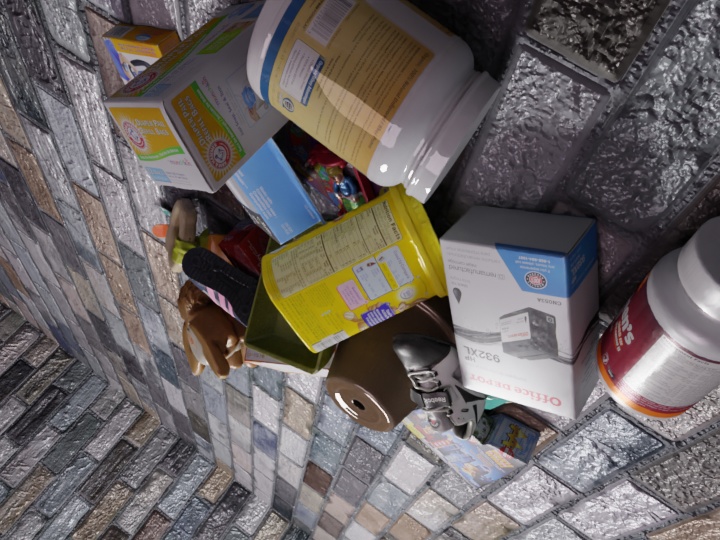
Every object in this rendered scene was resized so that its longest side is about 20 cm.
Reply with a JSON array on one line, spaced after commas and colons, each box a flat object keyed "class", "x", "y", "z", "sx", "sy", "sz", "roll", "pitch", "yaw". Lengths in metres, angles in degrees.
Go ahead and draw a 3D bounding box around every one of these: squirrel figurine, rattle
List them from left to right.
[{"class": "rattle", "x": -0.290, "y": -0.066, "z": 1.139, "sx": 0.199, "sy": 0.140, "sz": 0.134, "roll": 4, "pitch": 105, "yaw": 65}, {"class": "squirrel figurine", "x": -0.224, "y": 0.076, "z": 1.132, "sx": 0.141, "sy": 0.184, "sz": 0.204, "roll": -20, "pitch": 91, "yaw": 56}]

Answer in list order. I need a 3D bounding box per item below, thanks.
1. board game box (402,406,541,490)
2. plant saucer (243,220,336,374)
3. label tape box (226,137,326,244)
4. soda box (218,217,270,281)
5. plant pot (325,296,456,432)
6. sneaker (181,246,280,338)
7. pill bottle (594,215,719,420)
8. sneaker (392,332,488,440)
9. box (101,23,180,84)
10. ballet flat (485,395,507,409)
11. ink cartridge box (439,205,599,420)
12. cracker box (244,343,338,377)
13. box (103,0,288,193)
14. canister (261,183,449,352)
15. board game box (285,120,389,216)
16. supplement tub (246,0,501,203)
[{"class": "board game box", "x": 0.186, "y": 0.267, "z": 1.028, "sx": 0.200, "sy": 0.062, "sz": 0.199, "roll": 43, "pitch": 148, "yaw": -6}, {"class": "plant saucer", "x": -0.078, "y": 0.031, "z": 0.903, "sx": 0.047, "sy": 0.205, "sz": 0.198, "roll": 17, "pitch": 175, "yaw": -39}, {"class": "label tape box", "x": -0.128, "y": -0.113, "z": 0.799, "sx": 0.144, "sy": 0.066, "sz": 0.200, "roll": 56, "pitch": 172, "yaw": -27}, {"class": "soda box", "x": -0.145, "y": 0.011, "z": 1.041, "sx": 0.063, "sy": 0.070, "sz": 0.202, "roll": 3, "pitch": 134, "yaw": 45}, {"class": "plant pot", "x": 0.041, "y": 0.120, "z": 0.884, "sx": 0.197, "sy": 0.175, "sz": 0.202, "roll": 26, "pitch": 146, "yaw": 19}, {"class": "sneaker", "x": -0.195, "y": 0.038, "z": 1.013, "sx": 0.199, "sy": 0.070, "sz": 0.082, "roll": 40, "pitch": 168, "yaw": 7}, {"class": "pill bottle", "x": 0.301, "y": 0.049, "z": 0.576, "sx": 0.108, "sy": 0.110, "sz": 0.202, "roll": 29, "pitch": 148, "yaw": 15}, {"class": "sneaker", "x": 0.100, "y": 0.148, "z": 0.775, "sx": 0.073, "sy": 0.090, "sz": 0.200, "roll": -6, "pitch": 144, "yaw": 40}, {"class": "box", "x": -0.271, "y": -0.238, "z": 0.886, "sx": 0.117, "sy": 0.042, "sz": 0.203, "roll": 19, "pitch": 141, "yaw": 30}, {"class": "ballet flat", "x": 0.209, "y": 0.147, "z": 0.860, "sx": 0.069, "sy": 0.069, "sz": 0.200, "roll": 19, "pitch": 153, "yaw": -16}, {"class": "ink cartridge box", "x": 0.177, "y": 0.044, "z": 0.688, "sx": 0.143, "sy": 0.084, "sz": 0.204, "roll": 10, "pitch": 126, "yaw": 37}, {"class": "cracker box", "x": -0.078, "y": 0.145, "z": 1.065, "sx": 0.196, "sy": 0.059, "sz": 0.134, "roll": 2, "pitch": 164, "yaw": 28}, {"class": "box", "x": -0.145, "y": -0.186, "z": 0.659, "sx": 0.111, "sy": 0.201, "sz": 0.102, "roll": 10, "pitch": 140, "yaw": 38}, {"class": "canister", "x": 0.000, "y": 0.000, "z": 0.740, "sx": 0.197, "sy": 0.087, "sz": 0.150, "roll": -26, "pitch": 130, "yaw": 8}, {"class": "board game box", "x": -0.025, "y": -0.111, "z": 0.782, "sx": 0.199, "sy": 0.039, "sz": 0.158, "roll": 40, "pitch": 149, "yaw": 0}, {"class": "supplement tub", "x": 0.012, "y": -0.170, "z": 0.567, "sx": 0.198, "sy": 0.145, "sz": 0.145, "roll": 37, "pitch": 149, "yaw": 4}]
